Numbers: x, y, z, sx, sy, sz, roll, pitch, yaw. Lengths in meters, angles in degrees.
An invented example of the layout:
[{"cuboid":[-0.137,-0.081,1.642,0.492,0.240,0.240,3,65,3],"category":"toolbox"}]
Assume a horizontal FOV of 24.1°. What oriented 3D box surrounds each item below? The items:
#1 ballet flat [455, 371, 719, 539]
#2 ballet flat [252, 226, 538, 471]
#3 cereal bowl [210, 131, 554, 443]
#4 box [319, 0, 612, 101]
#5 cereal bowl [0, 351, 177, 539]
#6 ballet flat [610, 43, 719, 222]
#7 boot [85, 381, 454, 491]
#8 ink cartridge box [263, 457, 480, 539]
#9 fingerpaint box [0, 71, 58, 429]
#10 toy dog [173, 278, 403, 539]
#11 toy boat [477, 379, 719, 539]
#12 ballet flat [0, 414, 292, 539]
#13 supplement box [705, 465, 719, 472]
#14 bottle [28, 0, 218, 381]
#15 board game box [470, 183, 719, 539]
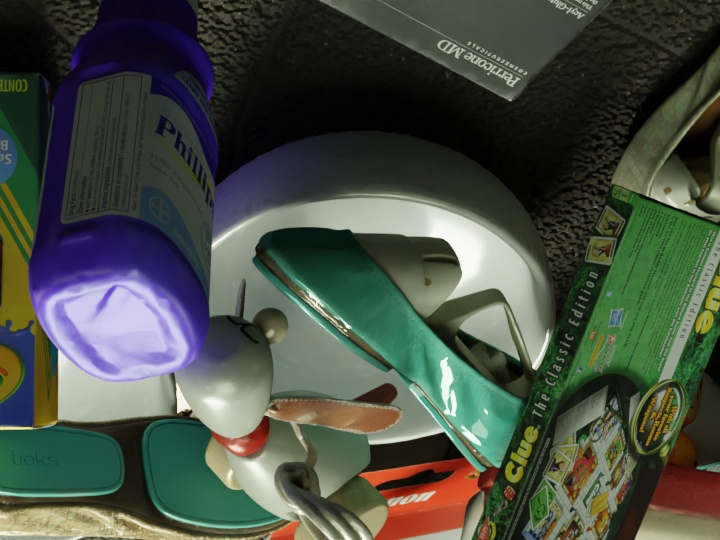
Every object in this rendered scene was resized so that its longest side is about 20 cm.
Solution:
[{"cuboid":[0.138,0.111,1.041,0.199,0.070,0.069,-24,135,17],"category":"ballet flat"},{"cuboid":[0.030,0.023,0.796,0.070,0.067,0.200,-43,130,5],"category":"ballet flat"},{"cuboid":[0.000,0.000,0.873,0.199,0.084,0.201,-1,140,-1],"category":"cereal bowl"},{"cuboid":[0.025,-0.175,0.687,0.199,0.079,0.141,24,130,-27],"category":"box"},{"cuboid":[-0.200,0.056,0.927,0.199,0.083,0.201,-4,124,-7],"category":"cereal bowl"},{"cuboid":[0.180,-0.067,0.828,0.067,0.063,0.200,11,138,-16],"category":"ballet flat"},{"cuboid":[-0.062,0.094,1.010,0.199,0.070,0.146,-23,127,12],"category":"boot"},{"cuboid":[-0.004,0.180,1.013,0.162,0.057,0.200,-3,154,-41],"category":"ink cartridge box"},{"cuboid":[-0.246,-0.008,0.800,0.199,0.168,0.073,1,176,-1],"category":"fingerpaint box"},{"cuboid":[-0.024,0.066,0.804,0.132,0.096,0.200,44,166,5],"category":"toy dog"},{"cuboid":[0.171,0.104,0.953,0.199,0.131,0.131,10,169,-4],"category":"toy boat"},{"cuboid":[-0.127,0.113,0.891,0.199,0.071,0.065,12,148,-28],"category":"ballet flat"},{"cuboid":[0.252,0.196,1.028,0.061,0.201,0.109,19,136,-22],"category":"supplement box"},{"cuboid":[-0.098,-0.051,0.732,0.065,0.201,0.084,-13,137,13],"category":"bottle"},{"cuboid":[0.124,0.064,0.830,0.104,0.023,0.201,16,98,-41],"category":"board game box"}]
